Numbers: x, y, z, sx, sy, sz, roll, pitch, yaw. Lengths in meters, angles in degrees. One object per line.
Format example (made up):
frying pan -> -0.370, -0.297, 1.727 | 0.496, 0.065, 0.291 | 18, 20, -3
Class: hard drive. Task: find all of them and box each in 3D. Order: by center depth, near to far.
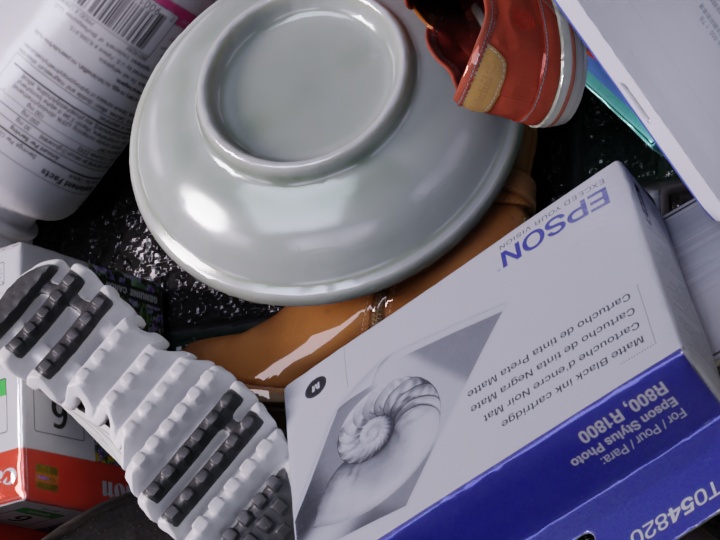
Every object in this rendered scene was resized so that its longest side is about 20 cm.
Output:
hard drive -> 0.190, -0.136, 1.058 | 0.200, 0.132, 0.025 | -42, 19, -11

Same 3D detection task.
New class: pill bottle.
pill bottle -> -0.173, -0.099, 1.329 | 0.200, 0.113, 0.113 | -51, 56, 10

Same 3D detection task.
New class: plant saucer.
plant saucer -> -0.022, -0.081, 1.183 | 0.199, 0.050, 0.201 | -8, 59, 13

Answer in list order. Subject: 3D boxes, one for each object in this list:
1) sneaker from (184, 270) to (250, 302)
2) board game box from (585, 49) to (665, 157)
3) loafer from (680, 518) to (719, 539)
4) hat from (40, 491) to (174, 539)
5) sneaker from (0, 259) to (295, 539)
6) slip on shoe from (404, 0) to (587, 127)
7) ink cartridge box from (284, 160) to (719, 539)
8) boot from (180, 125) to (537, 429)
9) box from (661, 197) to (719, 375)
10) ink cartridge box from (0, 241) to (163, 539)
sneaker -> -0.029, -0.078, 1.248 | 0.071, 0.080, 0.200 | 33, 95, 38
board game box -> 0.163, -0.172, 1.172 | 0.200, 0.045, 0.152 | -50, 56, 11
loafer -> 0.203, 0.157, 1.042 | 0.063, 0.072, 0.200 | -42, 54, -8
hat -> -0.090, 0.176, 1.156 | 0.200, 0.081, 0.201 | 1, 62, -2
sneaker -> -0.091, 0.075, 1.170 | 0.075, 0.081, 0.200 | -44, 62, -7
slip on shoe -> 0.048, -0.144, 1.152 | 0.200, 0.061, 0.074 | -108, 30, -41
ink cartridge box -> 0.057, 0.069, 1.049 | 0.199, 0.041, 0.200 | -35, 32, 16
boot -> 0.000, 0.000, 1.218 | 0.199, 0.074, 0.155 | 0, 73, 27
box -> 0.174, 0.016, 1.072 | 0.200, 0.060, 0.117 | -31, 33, 23
ink cartridge box -> -0.149, 0.096, 1.257 | 0.050, 0.109, 0.201 | -18, 67, 35
